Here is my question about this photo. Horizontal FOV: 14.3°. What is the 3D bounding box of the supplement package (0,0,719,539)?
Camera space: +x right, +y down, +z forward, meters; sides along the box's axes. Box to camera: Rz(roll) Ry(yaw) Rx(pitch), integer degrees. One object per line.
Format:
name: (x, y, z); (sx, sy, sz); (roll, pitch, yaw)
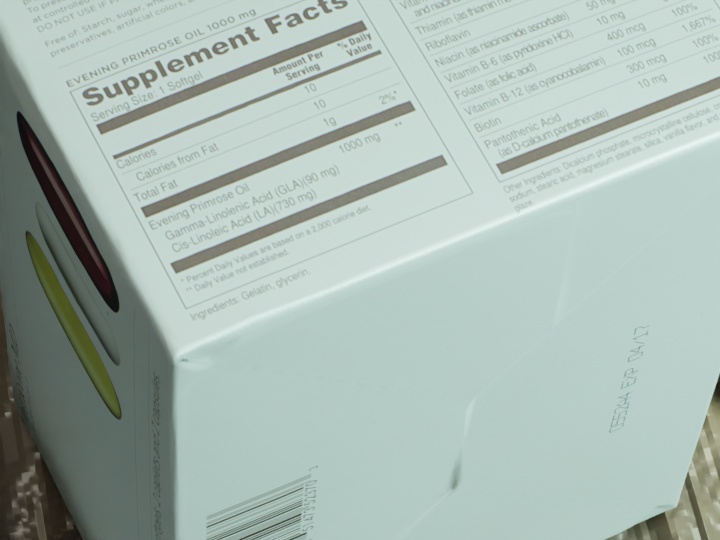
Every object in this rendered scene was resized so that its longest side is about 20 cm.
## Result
supplement package: (0.000, 0.000, 0.704); (0.156, 0.200, 0.111); (-22, 62, -16)
